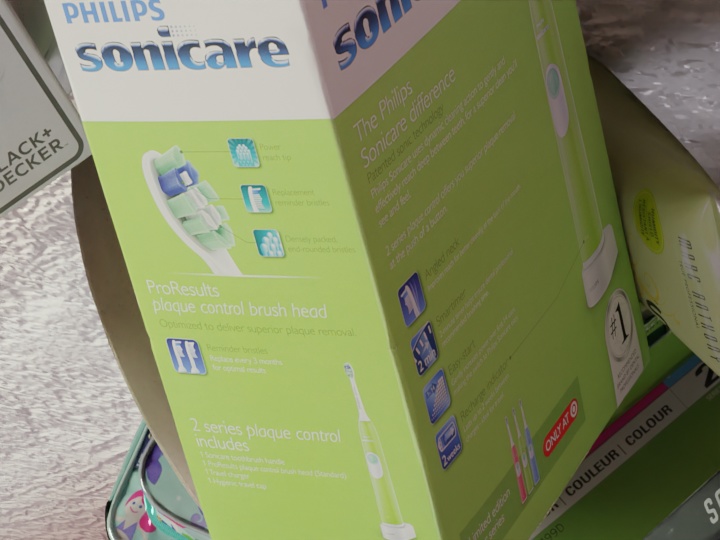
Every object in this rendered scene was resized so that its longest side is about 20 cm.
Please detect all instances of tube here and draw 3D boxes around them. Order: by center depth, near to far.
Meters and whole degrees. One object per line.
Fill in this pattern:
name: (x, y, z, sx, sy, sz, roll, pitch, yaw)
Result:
tube: (0.092, -0.023, 0.750, 0.058, 0.052, 0.200, 26, -166, -21)

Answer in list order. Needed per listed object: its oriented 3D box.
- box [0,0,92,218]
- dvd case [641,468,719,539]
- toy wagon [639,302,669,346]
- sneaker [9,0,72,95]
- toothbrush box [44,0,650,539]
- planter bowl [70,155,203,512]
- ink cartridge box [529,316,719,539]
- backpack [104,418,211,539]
box: (-0.175, -0.086, 0.645, 0.060, 0.116, 0.201, 46, 171, 51)
dvd case: (0.187, 0.046, 0.721, 0.149, 0.025, 0.200, -9, 152, -32)
toy wagon: (0.174, 0.026, 1.047, 0.198, 0.040, 0.155, 14, 162, -12)
sneaker: (-0.141, -0.100, 0.774, 0.099, 0.079, 0.200, 20, 160, -18)
toothbrush box: (0.005, -0.023, 0.655, 0.085, 0.146, 0.201, 3, 121, 30)
planter bowl: (0.000, 0.000, 0.855, 0.134, 0.202, 0.200, -24, 151, 16)
ink cartridge box: (0.129, 0.086, 0.939, 0.076, 0.147, 0.200, 48, 168, 19)
backpack: (-0.009, 0.074, 1.035, 0.176, 0.201, 0.151, 25, 159, 5)
